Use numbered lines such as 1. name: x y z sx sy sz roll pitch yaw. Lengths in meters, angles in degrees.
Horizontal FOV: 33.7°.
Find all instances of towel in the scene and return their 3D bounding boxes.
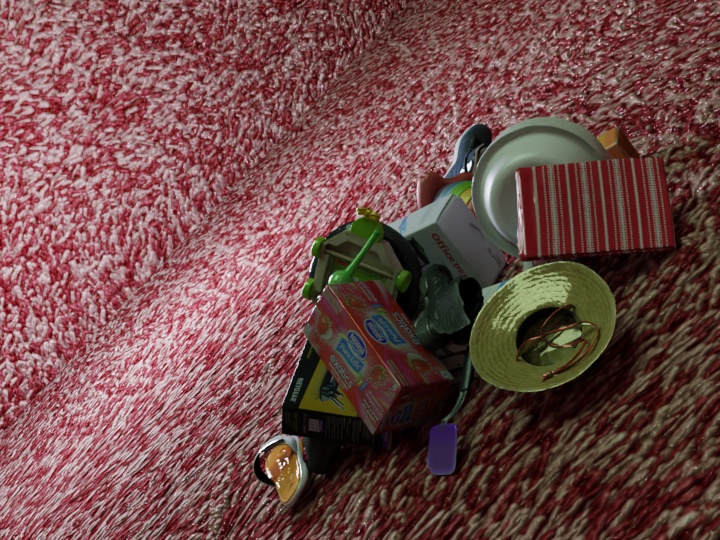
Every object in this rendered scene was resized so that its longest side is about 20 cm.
1. towel: 0.304 -0.080 1.559 0.199 0.023 0.145 -4 62 7

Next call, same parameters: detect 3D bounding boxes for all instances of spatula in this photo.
1. spatula: 0.124 0.165 1.517 0.056 0.021 0.200 -17 46 52

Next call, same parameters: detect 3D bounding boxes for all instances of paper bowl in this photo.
1. paper bowl: 0.255 -0.108 1.670 0.200 0.201 0.104 -33 6 23

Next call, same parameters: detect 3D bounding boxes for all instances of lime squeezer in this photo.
1. lime squeezer: -0.036 0.028 1.697 0.200 0.038 0.071 -58 12 28

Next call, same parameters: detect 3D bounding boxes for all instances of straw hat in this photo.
1. straw hat: 0.237 0.092 1.445 0.201 0.085 0.201 -25 40 23

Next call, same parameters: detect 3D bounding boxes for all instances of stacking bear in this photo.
1. stacking bear: 0.193 -0.096 1.959 0.121 0.114 0.200 -2 12 -29

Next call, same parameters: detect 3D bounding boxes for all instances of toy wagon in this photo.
1. toy wagon: 0.000 0.000 1.737 0.040 0.155 0.201 -29 -43 -60

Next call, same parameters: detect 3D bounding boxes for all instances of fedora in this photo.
1. fedora: 0.021 0.011 1.807 0.200 0.201 0.092 -30 0 31

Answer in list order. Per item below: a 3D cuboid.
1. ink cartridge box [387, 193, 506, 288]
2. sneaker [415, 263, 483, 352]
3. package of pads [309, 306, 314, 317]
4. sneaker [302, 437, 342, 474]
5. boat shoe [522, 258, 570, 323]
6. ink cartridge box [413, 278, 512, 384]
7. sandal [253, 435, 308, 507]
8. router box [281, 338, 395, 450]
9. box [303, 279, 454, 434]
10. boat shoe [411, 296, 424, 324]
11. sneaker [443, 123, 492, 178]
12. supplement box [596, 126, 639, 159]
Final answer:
1. ink cartridge box: 0.105 -0.014 1.874 0.200 0.146 0.083 -25 21 42
2. sneaker: 0.128 0.040 1.602 0.104 0.060 0.200 -40 22 33
3. package of pads: -0.016 0.043 2.117 0.120 0.076 0.200 -29 21 27
4. sneaker: -0.058 0.219 1.756 0.200 0.076 0.091 -82 6 -60
5. boat shoe: 0.254 0.014 1.562 0.066 0.072 0.200 -17 45 21
6. ink cartridge box: 0.150 0.091 1.654 0.200 0.068 0.116 -21 27 46
7. sandal: -0.122 0.283 1.750 0.079 0.059 0.207 -58 14 0
8. router box: -0.016 0.167 1.705 0.157 0.052 0.200 7 31 6
9. box: 0.022 0.114 1.614 0.099 0.200 0.096 -5 -44 -39
10. boat shoe: 0.082 0.099 1.813 0.200 0.072 0.062 -40 33 31
11. sneaker: 0.225 -0.213 2.196 0.146 0.077 0.203 -35 24 56
12. supplement box: 0.330 -0.136 1.834 0.200 0.069 0.067 -30 20 27
